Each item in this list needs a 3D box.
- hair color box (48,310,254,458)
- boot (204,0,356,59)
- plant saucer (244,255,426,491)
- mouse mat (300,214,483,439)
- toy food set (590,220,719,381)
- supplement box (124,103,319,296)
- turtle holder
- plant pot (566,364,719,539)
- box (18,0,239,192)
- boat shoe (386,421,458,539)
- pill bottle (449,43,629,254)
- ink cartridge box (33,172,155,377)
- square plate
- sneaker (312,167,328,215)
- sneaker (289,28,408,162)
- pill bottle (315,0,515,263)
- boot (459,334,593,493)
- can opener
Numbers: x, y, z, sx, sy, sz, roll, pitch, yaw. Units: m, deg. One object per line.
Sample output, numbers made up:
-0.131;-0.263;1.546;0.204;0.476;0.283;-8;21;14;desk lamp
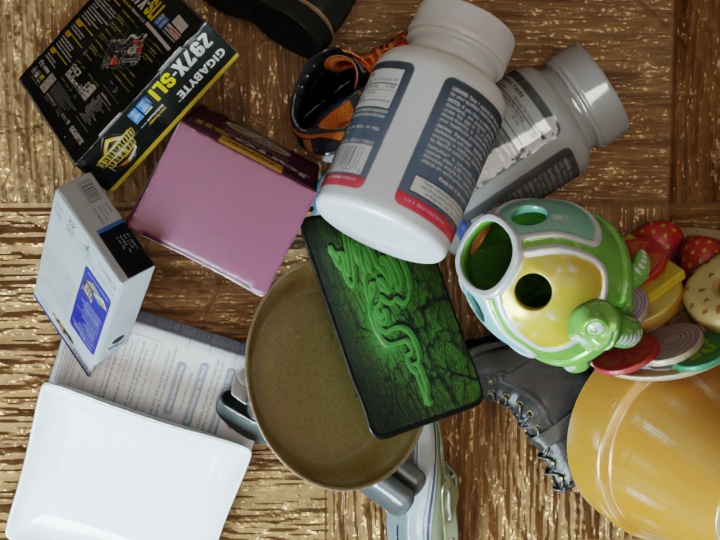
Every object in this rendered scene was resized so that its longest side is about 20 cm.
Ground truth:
-0.184;0.100;1.279;0.199;0.061;0.100;18;96;-4;hair color box
-0.077;-0.295;1.246;0.200;0.078;0.139;37;70;8;boot
-0.025;0.089;1.178;0.199;0.035;0.202;8;76;-37;plant saucer
0.031;0.038;1.199;0.008;0.160;0.201;-27;81;42;mouse mat
0.275;0.025;1.234;0.197;0.200;0.049;-34;128;-11;toy food set
-0.114;-0.067;1.192;0.130;0.200;0.104;28;99;-7;supplement box
0.158;0.019;1.166;0.131;0.186;0.141;20;132;-35;turtle holder
0.317;0.172;1.222;0.199;0.183;0.201;-7;109;-21;plant pot
-0.206;-0.176;1.180;0.160;0.200;0.049;-46;129;2;box
0.061;0.210;1.295;0.062;0.072;0.201;-12;118;-24;boat shoe
0.137;-0.113;1.246;0.199;0.114;0.114;-33;97;1;pill bottle
-0.231;0.008;1.165;0.039;0.200;0.100;-31;78;-30;ink cartridge box
-0.218;0.203;1.274;0.197;0.029;0.201;18;122;-5;square plate
0.000;0.000;1.265;0.074;0.087;0.201;-10;96;0;sneaker
0.022;-0.176;1.225;0.200;0.112;0.078;-39;72;1;sneaker
0.053;-0.119;1.142;0.119;0.120;0.201;25;78;-6;pill bottle
0.157;0.135;1.297;0.199;0.069;0.175;-29;97;-2;boot
-0.034;0.152;1.231;0.199;0.053;0.067;32;133;7;can opener
